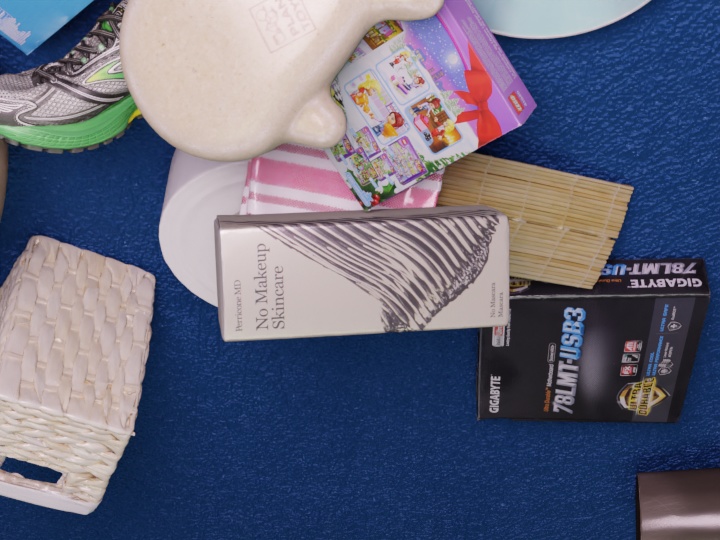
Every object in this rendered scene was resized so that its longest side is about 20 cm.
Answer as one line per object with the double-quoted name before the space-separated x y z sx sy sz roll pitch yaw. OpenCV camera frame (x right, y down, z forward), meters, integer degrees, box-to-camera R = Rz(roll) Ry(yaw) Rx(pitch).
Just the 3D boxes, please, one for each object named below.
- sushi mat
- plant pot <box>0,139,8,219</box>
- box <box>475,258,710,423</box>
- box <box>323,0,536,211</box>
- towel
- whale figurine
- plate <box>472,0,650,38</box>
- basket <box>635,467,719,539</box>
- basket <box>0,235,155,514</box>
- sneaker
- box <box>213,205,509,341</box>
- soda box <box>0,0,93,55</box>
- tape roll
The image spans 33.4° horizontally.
"sushi mat" 0.122 -0.040 0.947 0.198 0.012 0.096 9 112 -27
"plant pot" -0.328 -0.111 0.834 0.199 0.200 0.135 22 101 -22
"box" 0.206 0.069 1.106 0.196 0.050 0.201 -1 140 3
"box" 0.005 -0.153 0.781 0.136 0.039 0.201 -26 104 35
"towel" -0.008 -0.079 0.859 0.145 0.030 0.202 8 97 -10
"whale figurine" -0.048 -0.151 0.738 0.199 0.104 0.160 -27 98 12
"plate" 0.121 -0.233 0.764 0.198 0.026 0.201 2 139 2
"basket" 0.396 0.273 1.278 0.198 0.137 0.181 -1 148 9
"basket" -0.261 0.084 1.037 0.135 0.201 0.124 19 132 -20
"sneaker" -0.172 -0.144 0.815 0.199 0.078 0.086 -25 136 -25
"box" 0.000 0.000 0.829 0.198 0.068 0.083 -4 100 -9
"soda box" -0.169 -0.224 0.756 0.199 0.068 0.064 -28 130 32
"tape roll" -0.059 -0.044 0.966 0.200 0.071 0.203 2 140 2
